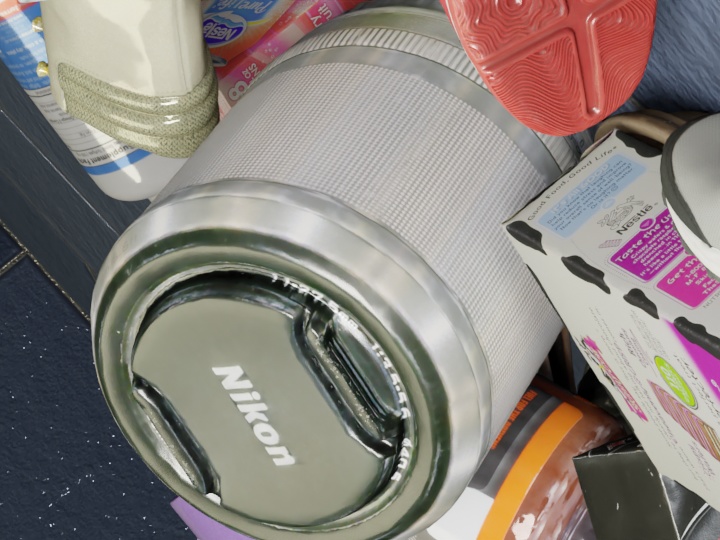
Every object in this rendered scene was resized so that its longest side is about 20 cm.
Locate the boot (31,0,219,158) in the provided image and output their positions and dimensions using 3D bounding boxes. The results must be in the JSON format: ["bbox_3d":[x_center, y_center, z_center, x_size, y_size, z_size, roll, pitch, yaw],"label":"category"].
[{"bbox_3d":[-0.121,-0.149,1.203,0.200,0.072,0.155,46,153,40],"label":"boot"}]

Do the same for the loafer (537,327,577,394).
[{"bbox_3d":[0.079,0.009,1.310,0.063,0.072,0.200,19,138,15],"label":"loafer"}]

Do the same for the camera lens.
[{"bbox_3d":[0.000,0.000,1.151,0.160,0.200,0.160,14,128,19],"label":"camera lens"}]

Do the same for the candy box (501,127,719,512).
[{"bbox_3d":[0.147,0.041,1.022,0.136,0.061,0.200,56,168,-30],"label":"candy box"}]

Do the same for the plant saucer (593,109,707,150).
[{"bbox_3d":[0.163,0.014,1.107,0.200,0.029,0.200,48,171,11],"label":"plant saucer"}]

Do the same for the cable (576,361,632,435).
[{"bbox_3d":[0.165,0.101,1.384,0.163,0.051,0.200,46,166,-1],"label":"cable"}]

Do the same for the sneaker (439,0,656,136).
[{"bbox_3d":[0.034,-0.148,1.010,0.200,0.078,0.116,69,171,-26],"label":"sneaker"}]

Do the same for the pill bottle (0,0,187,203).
[{"bbox_3d":[-0.129,-0.111,1.690,0.200,0.112,0.112,53,170,-20],"label":"pill bottle"}]

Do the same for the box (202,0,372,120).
[{"bbox_3d":[-0.002,-0.056,1.366,0.200,0.103,0.095,56,168,-33],"label":"box"}]

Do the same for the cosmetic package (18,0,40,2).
[{"bbox_3d":[-0.110,-0.220,1.044,0.151,0.052,0.200,-44,64,45],"label":"cosmetic package"}]

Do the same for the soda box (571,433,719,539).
[{"bbox_3d":[0.153,0.158,1.177,0.071,0.063,0.200,-14,93,64],"label":"soda box"}]

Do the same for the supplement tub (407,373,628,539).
[{"bbox_3d":[0.042,0.085,1.268,0.200,0.107,0.107,28,162,19],"label":"supplement tub"}]

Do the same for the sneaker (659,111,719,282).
[{"bbox_3d":[0.157,-0.029,0.887,0.200,0.074,0.079,20,140,59],"label":"sneaker"}]

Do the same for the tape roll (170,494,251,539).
[{"bbox_3d":[-0.009,0.089,1.632,0.066,0.200,0.200,51,170,-1],"label":"tape roll"}]
